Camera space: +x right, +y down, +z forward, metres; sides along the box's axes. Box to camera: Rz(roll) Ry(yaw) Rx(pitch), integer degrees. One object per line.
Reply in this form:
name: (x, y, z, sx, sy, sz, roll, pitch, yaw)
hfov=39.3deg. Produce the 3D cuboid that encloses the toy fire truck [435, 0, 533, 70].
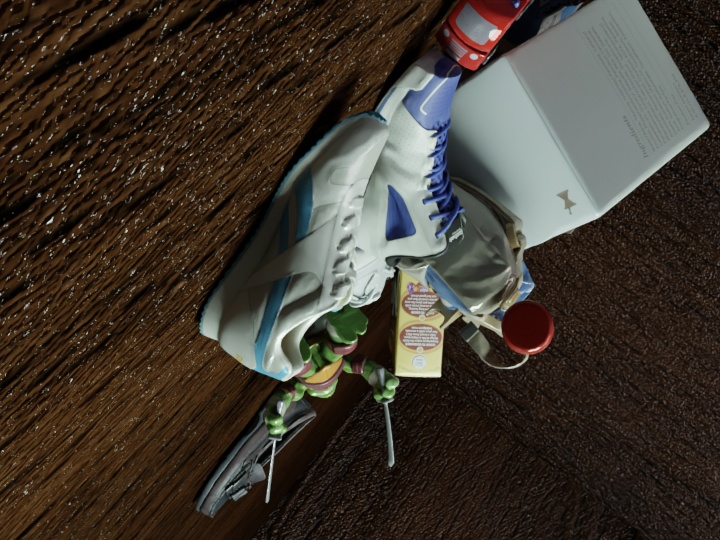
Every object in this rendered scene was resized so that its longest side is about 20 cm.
toy fire truck: (0.146, -0.265, 0.813, 0.201, 0.049, 0.141, -53, -178, -31)

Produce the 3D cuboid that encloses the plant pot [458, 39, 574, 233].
plant pot: (0.187, -0.137, 1.164, 0.188, 0.199, 0.187, -54, 174, -8)

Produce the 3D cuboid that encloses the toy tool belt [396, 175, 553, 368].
toy tool belt: (0.109, 0.003, 0.948, 0.125, 0.200, 0.123, -43, 163, 3)

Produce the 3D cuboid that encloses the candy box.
candy box: (0.064, 0.002, 1.099, 0.117, 0.055, 0.203, -99, -170, -78)

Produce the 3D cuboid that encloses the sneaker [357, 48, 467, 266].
sneaker: (0.052, -0.079, 0.854, 0.201, 0.114, 0.081, -60, 172, 35)

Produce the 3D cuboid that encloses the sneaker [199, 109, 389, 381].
sneaker: (-0.030, -0.019, 0.712, 0.201, 0.080, 0.076, -58, 171, 11)

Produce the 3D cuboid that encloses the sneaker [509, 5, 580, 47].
sneaker: (0.202, -0.292, 1.138, 0.072, 0.072, 0.200, -24, 163, -23)

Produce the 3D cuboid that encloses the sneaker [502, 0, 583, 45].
sneaker: (0.184, -0.272, 0.957, 0.079, 0.089, 0.200, -51, 172, -20)

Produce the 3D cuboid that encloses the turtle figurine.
turtle figurine: (-0.031, 0.131, 1.080, 0.195, 0.142, 0.203, 86, 11, -60)

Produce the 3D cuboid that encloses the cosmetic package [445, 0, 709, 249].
cosmetic package: (0.192, -0.142, 0.980, 0.199, 0.168, 0.167, -35, -175, -33)

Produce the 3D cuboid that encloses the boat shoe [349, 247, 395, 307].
boat shoe: (0.000, 0.000, 0.999, 0.071, 0.070, 0.200, -12, -174, 6)

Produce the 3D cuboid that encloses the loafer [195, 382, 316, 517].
loafer: (-0.133, 0.240, 1.306, 0.201, 0.063, 0.072, -53, 173, -18)

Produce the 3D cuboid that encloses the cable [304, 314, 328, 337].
cable: (-0.023, 0.053, 1.234, 0.201, 0.050, 0.097, -59, 173, 35)
